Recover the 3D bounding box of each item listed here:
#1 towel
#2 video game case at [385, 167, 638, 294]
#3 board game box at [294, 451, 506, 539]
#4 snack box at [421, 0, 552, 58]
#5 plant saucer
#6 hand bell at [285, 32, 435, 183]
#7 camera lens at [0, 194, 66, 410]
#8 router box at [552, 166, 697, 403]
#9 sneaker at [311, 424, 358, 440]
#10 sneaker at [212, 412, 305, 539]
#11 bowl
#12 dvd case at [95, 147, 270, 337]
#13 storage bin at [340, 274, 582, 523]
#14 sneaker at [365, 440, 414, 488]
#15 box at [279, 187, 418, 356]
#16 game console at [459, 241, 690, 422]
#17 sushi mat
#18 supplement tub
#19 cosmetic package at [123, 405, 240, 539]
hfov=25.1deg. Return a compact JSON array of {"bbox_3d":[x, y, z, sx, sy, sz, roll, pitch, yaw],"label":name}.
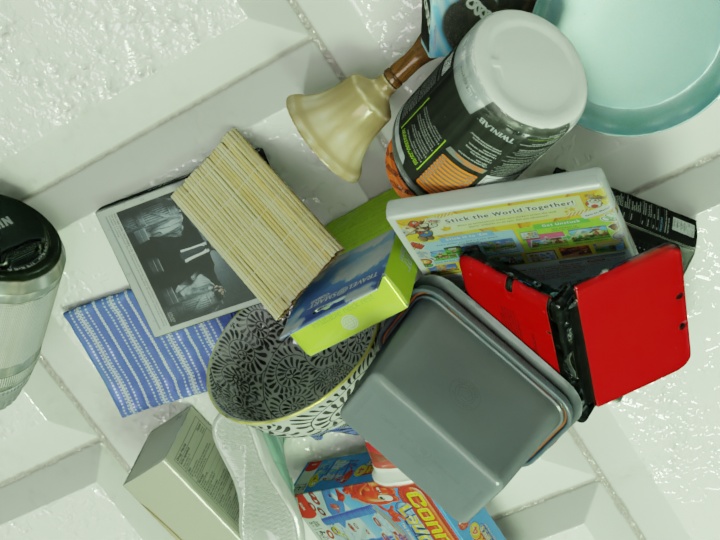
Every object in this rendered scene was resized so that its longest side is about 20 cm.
[{"bbox_3d":[-0.210,0.080,1.755,0.198,0.024,0.146,-17,114,23],"label":"towel"},{"bbox_3d":[0.145,-0.025,1.481,0.198,0.023,0.182,-8,148,19],"label":"video game case"},{"bbox_3d":[0.051,0.288,1.766,0.195,0.056,0.201,-16,116,41],"label":"board game box"},{"bbox_3d":[0.114,-0.290,1.420,0.115,0.037,0.202,-7,122,-11],"label":"snack box"},{"bbox_3d":[0.247,-0.214,1.445,0.198,0.028,0.202,0,122,0],"label":"plant saucer"},{"bbox_3d":[0.037,-0.185,1.514,0.199,0.104,0.104,-39,106,16],"label":"hand bell"},{"bbox_3d":[-0.402,0.032,1.691,0.159,0.160,0.201,22,123,0],"label":"camera lens"},{"bbox_3d":[0.223,0.016,1.587,0.148,0.062,0.201,21,123,0],"label":"router box"},{"bbox_3d":[0.008,0.131,1.713,0.198,0.076,0.079,-12,128,28],"label":"sneaker"},{"bbox_3d":[-0.092,0.228,1.751,0.073,0.118,0.203,-14,98,18],"label":"sneaker"},{"bbox_3d":[-0.049,0.101,1.641,0.199,0.202,0.094,-17,131,22],"label":"bowl"},{"bbox_3d":[-0.158,-0.026,1.665,0.198,0.025,0.152,-18,105,24],"label":"dvd case"},{"bbox_3d":[0.078,0.132,1.503,0.200,0.134,0.146,41,136,3],"label":"storage bin"},{"bbox_3d":[0.094,0.142,1.609,0.198,0.078,0.117,-15,107,5],"label":"sneaker"},{"bbox_3d":[0.000,0.000,1.549,0.121,0.201,0.048,-28,113,27],"label":"box"},{"bbox_3d":[0.202,0.038,1.516,0.171,0.119,0.201,28,154,31],"label":"game console"},{"bbox_3d":[-0.103,-0.048,1.566,0.096,0.012,0.200,-48,57,8],"label":"sushi mat"},{"bbox_3d":[0.105,-0.132,1.442,0.122,0.123,0.200,35,147,-8],"label":"supplement tub"},{"bbox_3d":[-0.161,0.263,1.807,0.073,0.104,0.200,-33,107,29],"label":"cosmetic package"}]
